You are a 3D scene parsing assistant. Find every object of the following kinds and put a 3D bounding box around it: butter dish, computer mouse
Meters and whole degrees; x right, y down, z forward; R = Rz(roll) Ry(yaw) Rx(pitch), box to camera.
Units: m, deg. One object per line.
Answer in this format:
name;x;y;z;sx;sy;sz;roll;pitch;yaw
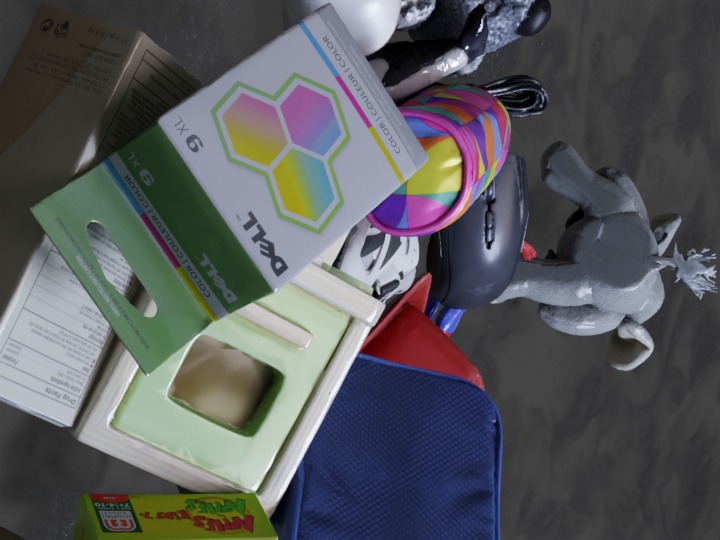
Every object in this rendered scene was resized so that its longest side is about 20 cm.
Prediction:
butter dish;0.029;0.139;1.119;0.199;0.147;0.201;-47;161;-36
computer mouse;0.067;-0.051;1.144;0.140;0.046;0.201;1;118;-16

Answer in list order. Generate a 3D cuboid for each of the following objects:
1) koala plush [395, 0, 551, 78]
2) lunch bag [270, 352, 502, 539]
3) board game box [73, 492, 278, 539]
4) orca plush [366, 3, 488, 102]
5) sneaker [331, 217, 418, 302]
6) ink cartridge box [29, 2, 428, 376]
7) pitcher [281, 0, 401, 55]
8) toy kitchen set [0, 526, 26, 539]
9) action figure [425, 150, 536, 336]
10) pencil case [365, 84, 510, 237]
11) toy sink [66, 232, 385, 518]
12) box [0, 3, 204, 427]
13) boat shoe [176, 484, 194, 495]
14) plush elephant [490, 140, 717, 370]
koala plush;0.098;-0.233;1.073;0.200;0.184;0.177;-53;157;11
lunch bag;0.003;0.155;0.941;0.132;0.135;0.201;121;-20;-51
board game box;-0.117;0.222;0.845;0.101;0.048;0.201;3;113;-24
orca plush;-0.008;-0.135;0.997;0.199;0.105;0.071;-28;95;-9
sneaker;0.000;0.000;1.026;0.088;0.074;0.201;43;47;-23
ink cartridge box;-0.060;-0.046;0.782;0.200;0.059;0.104;-41;101;-41
pitcher;-0.024;-0.245;0.895;0.200;0.120;0.173;59;37;-66
toy kitchen set;-0.109;0.203;0.946;0.200;0.163;0.181;-46;142;-36
action figure;0.101;-0.007;1.257;0.099;0.065;0.201;9;100;-40
pencil case;0.047;-0.076;0.994;0.200;0.088;0.089;-42;145;-75
toy sink;-0.074;0.021;0.878;0.130;0.112;0.201;29;88;-26
box;-0.162;-0.028;0.810;0.201;0.077;0.095;-65;149;-10
boat shoe;-0.099;0.056;0.985;0.064;0.070;0.201;-82;173;-74
plush elephant;0.225;0.000;1.394;0.155;0.199;0.165;78;31;-69
